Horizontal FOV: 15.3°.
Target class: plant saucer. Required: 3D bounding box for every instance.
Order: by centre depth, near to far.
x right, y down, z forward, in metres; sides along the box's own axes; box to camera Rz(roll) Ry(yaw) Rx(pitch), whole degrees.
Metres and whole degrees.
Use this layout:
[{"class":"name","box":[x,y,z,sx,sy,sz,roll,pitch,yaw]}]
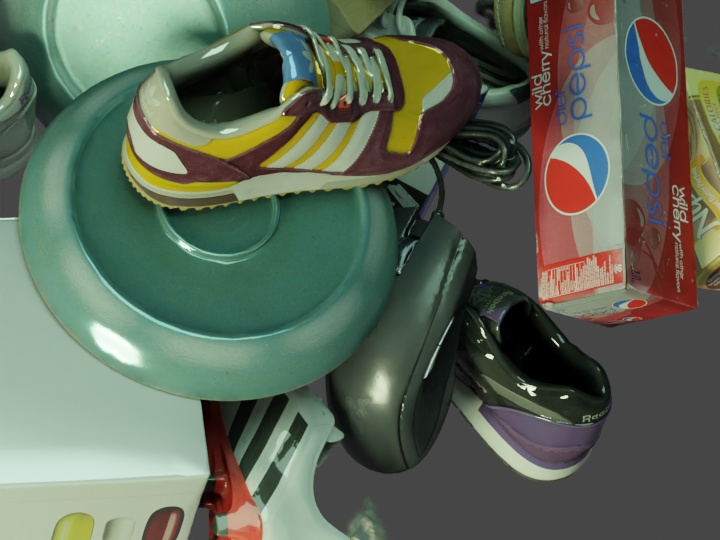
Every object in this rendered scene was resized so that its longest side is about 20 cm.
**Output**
[{"class":"plant saucer","box":[-0.074,-0.029,1.374,0.199,0.027,0.201,6,60,-11]},{"class":"plant saucer","box":[-0.117,-0.132,1.462,0.200,0.202,0.039,28,29,5]}]

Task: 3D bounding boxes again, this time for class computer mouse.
[{"class":"computer mouse","box":[0.000,0.000,1.441,0.140,0.201,0.046,25,12,31]}]

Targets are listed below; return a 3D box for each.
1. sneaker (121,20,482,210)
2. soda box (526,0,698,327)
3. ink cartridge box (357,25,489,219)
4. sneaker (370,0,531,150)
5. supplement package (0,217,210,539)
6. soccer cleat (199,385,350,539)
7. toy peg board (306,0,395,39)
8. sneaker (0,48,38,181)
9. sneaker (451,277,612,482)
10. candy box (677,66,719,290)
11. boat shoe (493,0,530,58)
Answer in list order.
[{"class":"sneaker","box":[-0.021,-0.088,1.352,0.199,0.090,0.075,-17,67,-23]},{"class":"soda box","box":[0.137,-0.075,1.471,0.070,0.063,0.201,15,69,-47]},{"class":"ink cartridge box","box":[-0.036,-0.107,1.526,0.199,0.044,0.094,28,101,4]},{"class":"sneaker","box":[0.016,-0.142,1.573,0.199,0.071,0.073,23,57,1]},{"class":"supplement package","box":[-0.189,0.065,1.373,0.199,0.111,0.157,-2,59,-14]},{"class":"soccer cleat","box":[-0.053,0.071,1.434,0.085,0.069,0.201,2,62,-22]},{"class":"toy peg board","box":[0.003,-0.262,1.500,0.200,0.098,0.200,56,32,-10]},{"class":"sneaker","box":[-0.271,-0.085,1.452,0.199,0.100,0.075,-12,65,-19]},{"class":"sneaker","box":[0.058,0.022,1.472,0.200,0.088,0.076,37,58,10]},{"class":"candy box","box":[0.255,-0.043,1.540,0.199,0.055,0.116,7,54,-38]},{"class":"boat shoe","box":[0.096,-0.176,1.595,0.076,0.072,0.200,3,23,15]}]
